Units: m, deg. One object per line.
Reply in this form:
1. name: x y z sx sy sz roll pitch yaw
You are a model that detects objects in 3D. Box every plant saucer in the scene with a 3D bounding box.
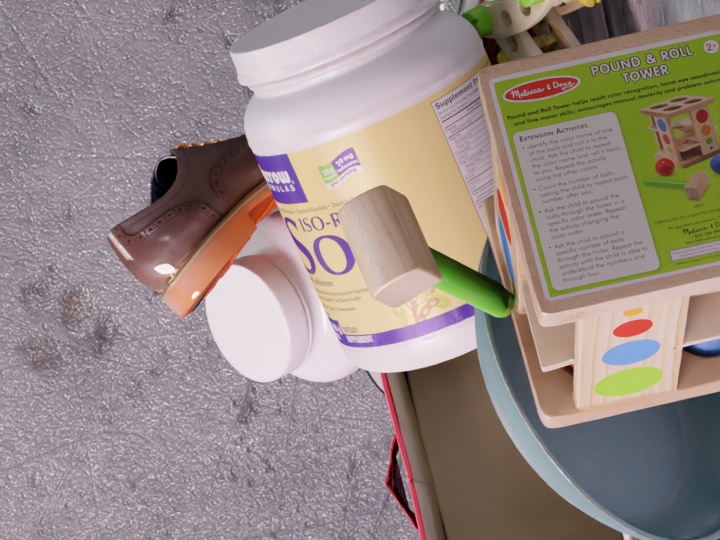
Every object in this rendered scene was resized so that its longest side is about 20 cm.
1. plant saucer: 0.124 0.055 1.144 0.200 0.036 0.201 28 -135 -32

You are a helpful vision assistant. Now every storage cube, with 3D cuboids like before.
1. storage cube: 0.118 0.113 1.389 0.180 0.199 0.172 44 -148 -81

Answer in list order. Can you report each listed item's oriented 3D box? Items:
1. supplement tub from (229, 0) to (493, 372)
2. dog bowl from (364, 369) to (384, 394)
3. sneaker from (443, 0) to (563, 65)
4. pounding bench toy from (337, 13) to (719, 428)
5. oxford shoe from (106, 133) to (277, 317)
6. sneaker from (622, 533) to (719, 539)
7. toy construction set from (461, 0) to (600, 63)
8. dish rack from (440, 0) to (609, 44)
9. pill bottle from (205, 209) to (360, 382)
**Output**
1. supplement tub: 0.021 -0.059 1.266 0.145 0.145 0.201 -108 -7 -76
2. dog bowl: 0.096 0.029 1.778 0.074 0.199 0.201 19 124 65
3. sneaker: 0.078 -0.193 1.372 0.078 0.082 0.201 15 -100 -45
4. pounding bench toy: 0.093 -0.008 1.031 0.156 0.199 0.125 82 175 -65
5. oxford shoe: -0.079 -0.060 1.332 0.071 0.073 0.200 -52 2 45
6. sneaker: 0.187 0.137 1.220 0.091 0.066 0.200 -54 56 33
7. toy construction set: 0.128 -0.111 1.267 0.131 0.092 0.201 -56 49 53
8. dish rack: 0.085 -0.107 1.461 0.200 0.043 0.172 -1 104 48
9. pill bottle: 0.000 0.000 1.412 0.112 0.200 0.113 25 126 39
